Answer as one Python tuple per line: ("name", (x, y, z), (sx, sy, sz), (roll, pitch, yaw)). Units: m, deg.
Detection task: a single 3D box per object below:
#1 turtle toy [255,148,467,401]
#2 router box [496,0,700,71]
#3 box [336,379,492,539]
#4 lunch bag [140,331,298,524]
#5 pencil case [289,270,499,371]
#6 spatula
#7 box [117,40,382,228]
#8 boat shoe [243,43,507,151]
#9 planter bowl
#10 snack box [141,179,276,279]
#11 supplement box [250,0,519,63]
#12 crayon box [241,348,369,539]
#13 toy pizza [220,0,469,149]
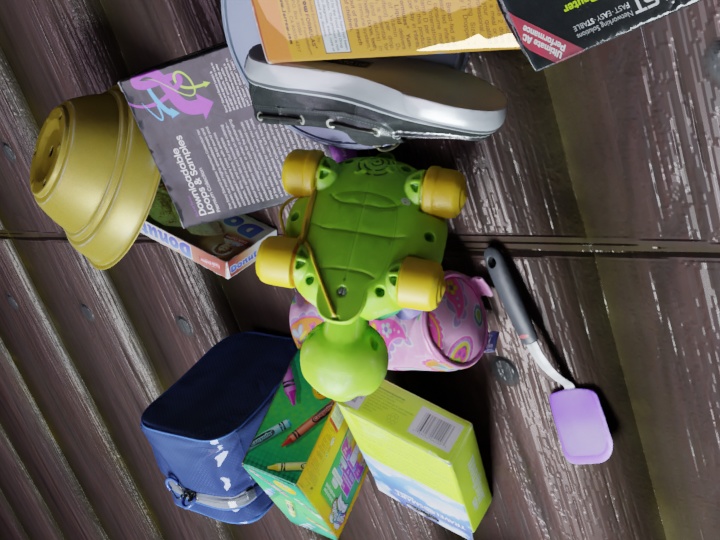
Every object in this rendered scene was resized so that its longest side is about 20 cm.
("turtle toy", (0.000, 0.000, 0.730), (0.145, 0.201, 0.101), (10, 161, 13))
("router box", (0.179, -0.174, 0.440), (0.200, 0.150, 0.062), (-14, 108, 51))
("box", (0.056, 0.178, 0.890), (0.122, 0.048, 0.200), (24, 155, 27))
("lunch bag", (-0.126, 0.174, 1.003), (0.136, 0.200, 0.133), (7, 127, 38))
("pencil case", (0.024, 0.044, 0.837), (0.200, 0.087, 0.088), (-6, 114, 49))
("spatula", (0.149, 0.069, 0.772), (0.056, 0.021, 0.200), (-17, 105, 53))
("box", (-0.092, -0.124, 0.802), (0.199, 0.036, 0.143), (-12, 112, 22))
("boat shoe", (0.008, -0.118, 0.672), (0.199, 0.069, 0.057), (17, 125, 23))
("planter bowl", (-0.272, -0.108, 0.939), (0.200, 0.083, 0.201), (-24, 58, 47))
("snack box", (-0.182, -0.052, 0.988), (0.200, 0.072, 0.024), (25, 135, 32))
("supplement box", (0.030, -0.179, 0.621), (0.199, 0.067, 0.069), (2, 122, 26))
("crayon box", (-0.040, 0.174, 0.917), (0.058, 0.119, 0.200), (17, 155, 19))
("toy pizza", (-0.011, -0.188, 0.700), (0.200, 0.032, 0.201), (10, 118, 19))
